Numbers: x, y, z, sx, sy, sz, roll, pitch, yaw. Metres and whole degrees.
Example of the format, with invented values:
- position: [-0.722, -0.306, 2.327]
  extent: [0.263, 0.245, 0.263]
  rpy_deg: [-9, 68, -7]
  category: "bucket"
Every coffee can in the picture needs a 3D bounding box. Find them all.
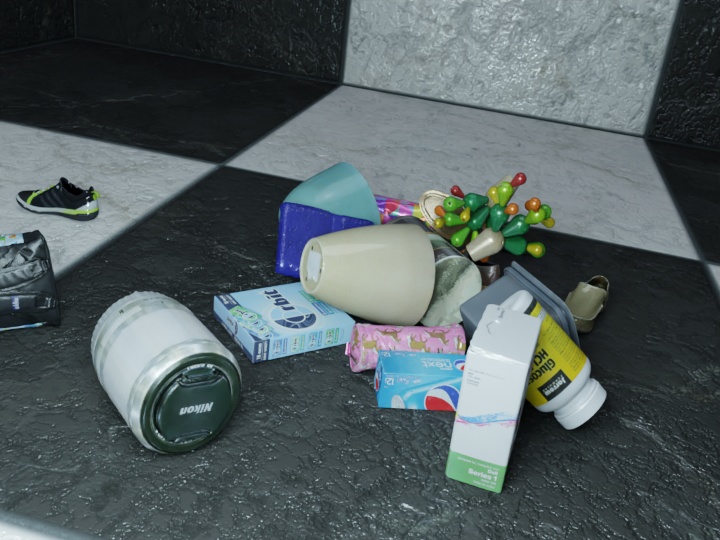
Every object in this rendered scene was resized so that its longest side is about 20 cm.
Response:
- position: [0.122, 0.000, 1.448]
  extent: [0.143, 0.150, 0.200]
  rpy_deg: [-5, 27, -25]
  category: "coffee can"

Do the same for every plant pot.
- position: [-0.075, -0.103, 1.568]
  extent: [0.159, 0.205, 0.200]
  rpy_deg: [-24, 37, -27]
  category: "plant pot"
- position: [0.000, 0.000, 1.318]
  extent: [0.196, 0.191, 0.187]
  rpy_deg: [7, 22, -30]
  category: "plant pot"

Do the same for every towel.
- position: [-0.068, -0.042, 1.443]
  extent: [0.196, 0.049, 0.151]
  rpy_deg: [13, 65, -22]
  category: "towel"

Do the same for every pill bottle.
- position: [0.279, 0.140, 1.153]
  extent: [0.200, 0.112, 0.112]
  rpy_deg: [47, 31, 1]
  category: "pill bottle"

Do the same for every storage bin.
- position: [0.269, 0.104, 1.310]
  extent: [0.132, 0.148, 0.200]
  rpy_deg: [-27, 33, -7]
  category: "storage bin"

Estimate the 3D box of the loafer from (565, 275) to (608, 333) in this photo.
- position: [0.448, 0.062, 1.504]
  extent: [0.075, 0.069, 0.199]
  rpy_deg: [18, 27, 23]
  category: "loafer"

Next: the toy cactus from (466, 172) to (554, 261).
- position: [0.263, -0.081, 1.353]
  extent: [0.163, 0.200, 0.104]
  rpy_deg: [-30, 54, 10]
  category: "toy cactus"

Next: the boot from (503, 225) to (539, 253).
- position: [0.350, -0.110, 1.861]
  extent: [0.182, 0.066, 0.200]
  rpy_deg: [13, 21, 7]
  category: "boot"

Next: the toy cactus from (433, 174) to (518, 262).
- position: [0.230, -0.112, 1.420]
  extent: [0.199, 0.165, 0.103]
  rpy_deg: [37, 13, -36]
  category: "toy cactus"

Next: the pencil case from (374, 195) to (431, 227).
- position: [0.086, -0.133, 1.798]
  extent: [0.195, 0.090, 0.089]
  rpy_deg: [7, 24, 1]
  category: "pencil case"

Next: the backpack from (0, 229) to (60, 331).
- position: [-0.602, 0.024, 1.204]
  extent: [0.197, 0.167, 0.153]
  rpy_deg: [-18, 25, -31]
  category: "backpack"

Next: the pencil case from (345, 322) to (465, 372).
- position: [0.076, 0.127, 1.244]
  extent: [0.195, 0.088, 0.084]
  rpy_deg: [1, 44, -16]
  category: "pencil case"

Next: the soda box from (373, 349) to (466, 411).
- position: [0.122, 0.174, 1.178]
  extent: [0.195, 0.066, 0.068]
  rpy_deg: [4, 25, -8]
  category: "soda box"

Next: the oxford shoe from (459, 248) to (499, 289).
- position: [0.217, -0.019, 1.602]
  extent: [0.198, 0.075, 0.071]
  rpy_deg: [26, 30, 35]
  category: "oxford shoe"

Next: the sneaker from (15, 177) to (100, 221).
- position: [-0.663, -0.170, 1.659]
  extent: [0.195, 0.085, 0.072]
  rpy_deg: [10, 24, 5]
  category: "sneaker"

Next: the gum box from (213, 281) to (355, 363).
- position: [-0.135, 0.084, 1.317]
  extent: [0.196, 0.046, 0.169]
  rpy_deg: [-9, 30, -32]
  category: "gum box"

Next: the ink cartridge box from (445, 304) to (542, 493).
- position: [0.184, 0.172, 1.036]
  extent: [0.082, 0.205, 0.145]
  rpy_deg: [14, 25, 15]
  category: "ink cartridge box"

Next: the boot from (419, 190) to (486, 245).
- position: [0.194, -0.099, 1.564]
  extent: [0.198, 0.074, 0.155]
  rpy_deg: [36, 5, -10]
  category: "boot"

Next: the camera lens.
- position: [-0.267, 0.137, 1.029]
  extent: [0.157, 0.164, 0.199]
  rpy_deg: [-12, 31, -36]
  category: "camera lens"
